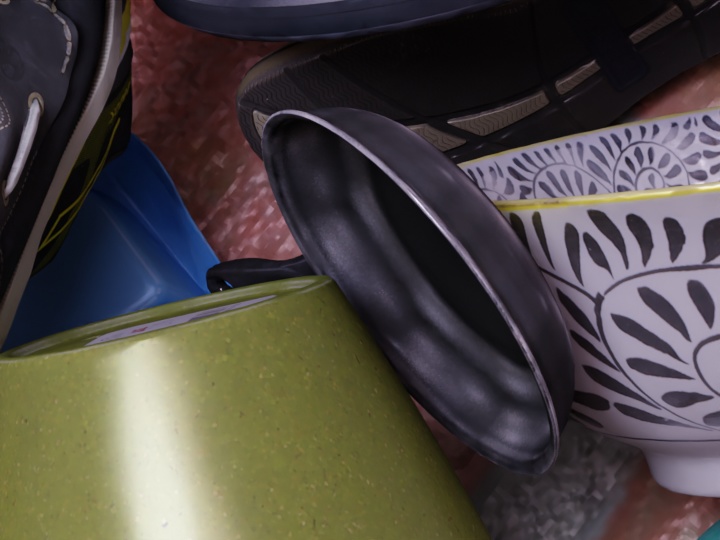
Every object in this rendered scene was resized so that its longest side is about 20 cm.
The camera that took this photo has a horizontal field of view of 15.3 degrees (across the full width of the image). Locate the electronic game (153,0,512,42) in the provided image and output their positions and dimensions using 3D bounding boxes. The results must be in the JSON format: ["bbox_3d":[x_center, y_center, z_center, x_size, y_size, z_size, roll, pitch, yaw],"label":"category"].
[{"bbox_3d":[0.029,-0.119,0.801,0.199,0.200,0.042,-12,117,13],"label":"electronic game"}]

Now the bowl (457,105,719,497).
[{"bbox_3d":[0.118,0.007,0.742,0.200,0.201,0.095,-9,97,13],"label":"bowl"}]

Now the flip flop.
[{"bbox_3d":[0.055,-0.084,0.832,0.199,0.081,0.058,-29,40,8],"label":"flip flop"}]

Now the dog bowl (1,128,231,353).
[{"bbox_3d":[-0.073,0.040,0.842,0.111,0.050,0.200,-39,68,2],"label":"dog bowl"}]

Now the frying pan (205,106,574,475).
[{"bbox_3d":[0.011,0.013,0.722,0.031,0.190,0.115,-38,83,-16],"label":"frying pan"}]

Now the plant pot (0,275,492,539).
[{"bbox_3d":[-0.028,0.109,0.705,0.186,0.187,0.201,-12,93,12],"label":"plant pot"}]

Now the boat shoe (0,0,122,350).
[{"bbox_3d":[-0.109,-0.057,0.725,0.071,0.068,0.201,4,56,9],"label":"boat shoe"}]

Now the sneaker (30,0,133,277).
[{"bbox_3d":[-0.129,-0.005,0.789,0.074,0.085,0.200,36,75,24],"label":"sneaker"}]

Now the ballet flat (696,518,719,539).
[{"bbox_3d":[0.174,0.069,0.752,0.199,0.070,0.068,-17,69,11],"label":"ballet flat"}]
